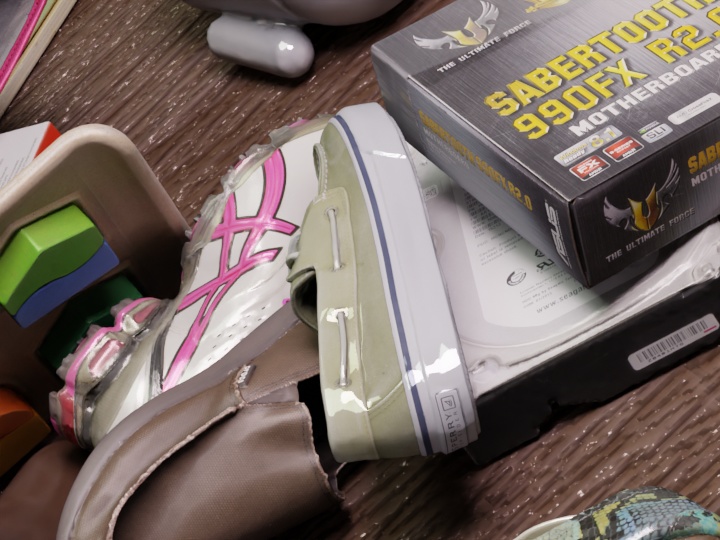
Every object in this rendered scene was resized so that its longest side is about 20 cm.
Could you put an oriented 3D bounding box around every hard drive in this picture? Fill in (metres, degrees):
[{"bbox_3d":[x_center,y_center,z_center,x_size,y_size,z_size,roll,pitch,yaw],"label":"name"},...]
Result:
[{"bbox_3d":[0.086,-0.020,1.195,0.139,0.038,0.200,-28,35,13],"label":"hard drive"}]

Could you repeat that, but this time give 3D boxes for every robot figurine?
[{"bbox_3d":[-0.038,-0.185,1.430,0.200,0.113,0.170,11,95,48],"label":"robot figurine"}]

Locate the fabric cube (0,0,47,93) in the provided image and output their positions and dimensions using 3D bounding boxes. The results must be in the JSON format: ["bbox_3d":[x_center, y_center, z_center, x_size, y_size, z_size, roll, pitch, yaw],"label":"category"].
[{"bbox_3d":[-0.319,-0.124,1.408,0.199,0.200,0.197,5,62,46],"label":"fabric cube"}]

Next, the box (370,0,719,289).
[{"bbox_3d":[0.129,-0.089,1.167,0.200,0.048,0.158,-28,39,-16],"label":"box"}]

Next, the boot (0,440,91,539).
[{"bbox_3d":[-0.193,0.091,1.167,0.064,0.200,0.187,-13,41,30],"label":"boot"}]

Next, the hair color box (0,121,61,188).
[{"bbox_3d":[-0.237,0.000,1.436,0.199,0.064,0.111,-10,44,32],"label":"hair color box"}]

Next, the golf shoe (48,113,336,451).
[{"bbox_3d":[-0.046,0.018,1.252,0.092,0.073,0.200,28,69,26],"label":"golf shoe"}]

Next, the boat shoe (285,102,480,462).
[{"bbox_3d":[0.000,0.000,1.140,0.062,0.072,0.200,-12,38,-3],"label":"boat shoe"}]

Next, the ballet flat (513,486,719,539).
[{"bbox_3d":[0.042,0.133,1.011,0.199,0.074,0.074,-19,34,-7],"label":"ballet flat"}]

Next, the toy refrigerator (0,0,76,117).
[{"bbox_3d":[-0.230,-0.128,1.569,0.070,0.076,0.200,-2,47,40],"label":"toy refrigerator"}]

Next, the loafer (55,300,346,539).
[{"bbox_3d":[-0.045,0.076,1.151,0.071,0.073,0.200,16,52,44],"label":"loafer"}]

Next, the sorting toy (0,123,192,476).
[{"bbox_3d":[-0.160,0.035,1.244,0.200,0.185,0.036,-38,66,-4],"label":"sorting toy"}]
